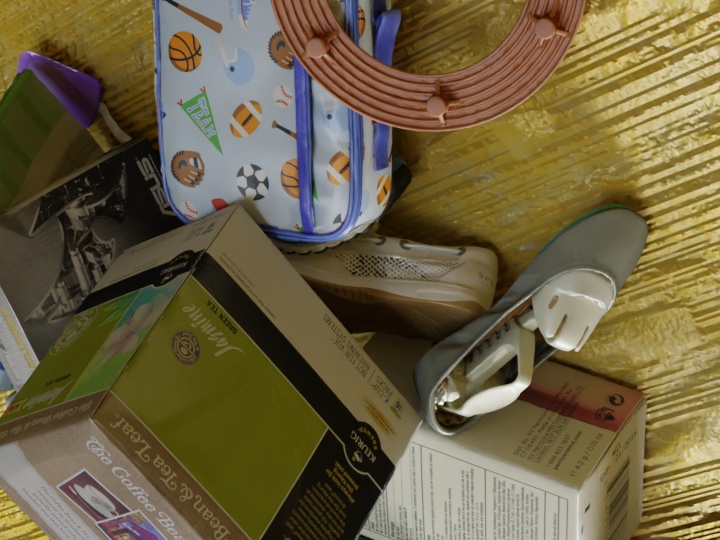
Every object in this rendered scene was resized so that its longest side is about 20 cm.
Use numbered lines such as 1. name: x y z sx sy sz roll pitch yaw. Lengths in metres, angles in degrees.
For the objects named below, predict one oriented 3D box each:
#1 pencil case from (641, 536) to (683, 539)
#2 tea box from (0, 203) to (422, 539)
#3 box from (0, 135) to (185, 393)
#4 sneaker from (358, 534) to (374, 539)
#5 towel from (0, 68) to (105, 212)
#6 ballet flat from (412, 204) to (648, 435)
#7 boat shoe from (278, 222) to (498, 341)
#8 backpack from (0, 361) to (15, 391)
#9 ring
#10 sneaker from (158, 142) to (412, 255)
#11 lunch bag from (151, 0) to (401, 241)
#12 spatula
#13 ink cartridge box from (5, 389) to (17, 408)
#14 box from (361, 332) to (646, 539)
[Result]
1. pencil case: 0.204 0.259 1.615 0.089 0.078 0.200 43 157 22
2. tea box: -0.098 0.106 1.477 0.133 0.197 0.200 -20 118 44
3. box: -0.167 0.033 1.566 0.048 0.158 0.201 -15 104 51
4. sneaker: 0.048 0.231 1.641 0.198 0.080 0.078 10 96 7
5. towel: -0.190 -0.032 1.631 0.031 0.150 0.200 -28 116 29
6. ballet flat: 0.114 0.039 1.495 0.067 0.064 0.200 28 125 -33
7. boat shoe: 0.000 0.000 1.587 0.198 0.070 0.071 9 151 19
8. backpack: -0.249 -0.002 1.682 0.163 0.200 0.154 43 138 -1
9. ring: 0.036 -0.179 1.380 0.199 0.019 0.202 4 107 15
10. sneaker: -0.059 -0.066 1.569 0.199 0.079 0.090 1 122 31
11. lunch bag: -0.051 -0.122 1.477 0.159 0.075 0.202 7 108 28
12. spatula: -0.162 -0.092 1.671 0.199 0.021 0.057 34 139 8
13. ink cartridge box: -0.168 0.195 1.677 0.200 0.043 0.199 43 158 27
14. box: 0.086 0.130 1.605 0.199 0.109 0.129 19 135 24
